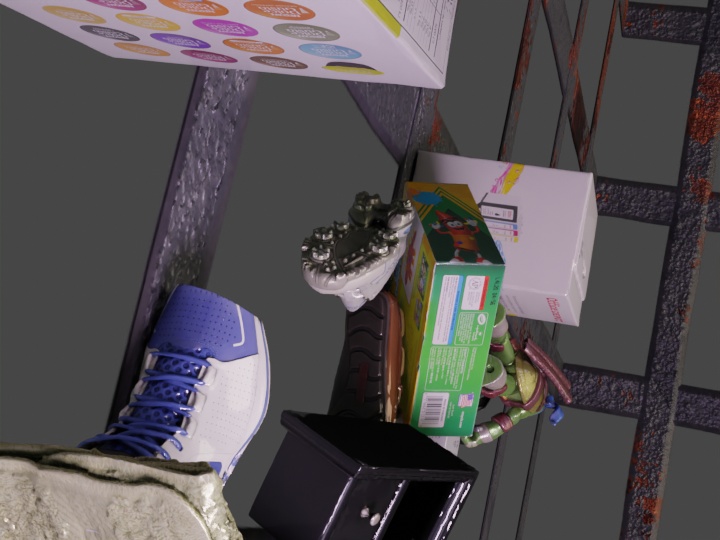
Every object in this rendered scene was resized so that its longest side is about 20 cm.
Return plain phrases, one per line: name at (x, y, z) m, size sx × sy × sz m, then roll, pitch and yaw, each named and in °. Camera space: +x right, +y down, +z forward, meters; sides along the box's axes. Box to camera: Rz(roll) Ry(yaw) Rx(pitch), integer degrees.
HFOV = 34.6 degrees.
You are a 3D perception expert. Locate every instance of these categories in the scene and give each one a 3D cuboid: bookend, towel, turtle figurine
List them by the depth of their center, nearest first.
towel at (-0.117, 0.165, 0.595) m, size 0.037 × 0.147 × 0.201 m, roll -63°, pitch 149°, yaw -47°
bookend at (-0.018, 0.235, 1.001) m, size 0.200 × 0.092 × 0.200 m, roll 18°, pitch 99°, yaw -55°
turtle figurine at (0.130, 0.118, 1.324) m, size 0.144 × 0.199 × 0.194 m, roll -52°, pitch 150°, yaw -12°

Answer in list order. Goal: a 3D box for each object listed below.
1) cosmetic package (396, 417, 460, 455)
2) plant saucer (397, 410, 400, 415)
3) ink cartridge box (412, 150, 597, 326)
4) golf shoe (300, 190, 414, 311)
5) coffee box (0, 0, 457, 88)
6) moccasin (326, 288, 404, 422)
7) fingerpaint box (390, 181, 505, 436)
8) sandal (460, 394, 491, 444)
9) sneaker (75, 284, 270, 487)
cosmetic package at (0.028, 0.254, 1.194) m, size 0.081 × 0.112 × 0.202 m, roll 44°, pitch 54°, yaw -70°
plant saucer at (0.062, 0.147, 1.376) m, size 0.200 × 0.034 × 0.202 m, roll 10°, pitch 90°, yaw -72°
ink cartridge box at (0.159, -0.035, 1.316) m, size 0.147 × 0.198 × 0.146 m, roll 48°, pitch 54°, yaw -69°
golf shoe at (0.000, 0.000, 1.043) m, size 0.200 × 0.078 × 0.098 m, roll -40°, pitch 142°, yaw -63°
coffee box at (-0.059, -0.208, 0.529) m, size 0.198 × 0.198 × 0.202 m, roll 13°, pitch 85°, yaw -74°
moccasin at (0.008, 0.120, 1.138) m, size 0.078 × 0.073 × 0.203 m, roll 24°, pitch 65°, yaw -64°
fingerpaint box at (0.079, 0.037, 1.162) m, size 0.167 × 0.073 × 0.201 m, roll -106°, pitch -160°, yaw -59°
sandal at (0.191, 0.182, 1.787) m, size 0.075 × 0.045 × 0.201 m, roll 75°, pitch 29°, yaw -52°
sneaker at (-0.119, 0.104, 0.695) m, size 0.115 × 0.080 × 0.201 m, roll 50°, pitch 53°, yaw -70°
